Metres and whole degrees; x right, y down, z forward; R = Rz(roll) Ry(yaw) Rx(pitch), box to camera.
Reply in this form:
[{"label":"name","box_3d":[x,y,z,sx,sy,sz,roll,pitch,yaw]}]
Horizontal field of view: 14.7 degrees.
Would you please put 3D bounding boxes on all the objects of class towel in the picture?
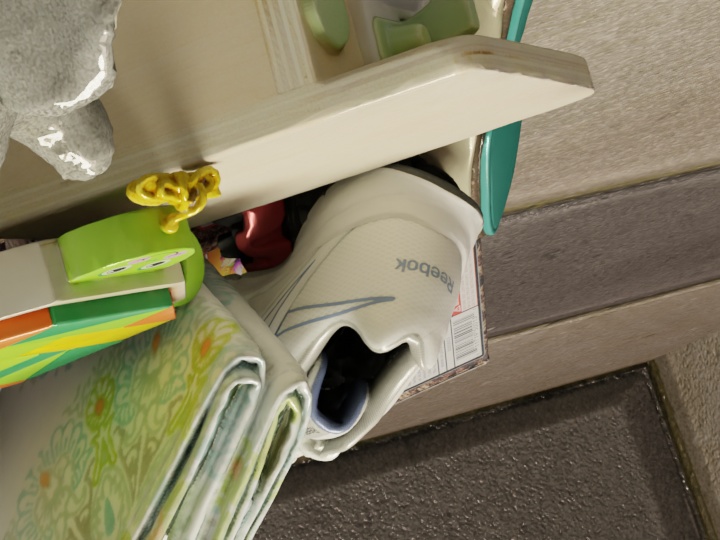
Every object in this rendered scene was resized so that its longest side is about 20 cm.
[{"label":"towel","box_3d":[-0.096,0.075,1.087,0.048,0.172,0.200,23,-170,-29]}]

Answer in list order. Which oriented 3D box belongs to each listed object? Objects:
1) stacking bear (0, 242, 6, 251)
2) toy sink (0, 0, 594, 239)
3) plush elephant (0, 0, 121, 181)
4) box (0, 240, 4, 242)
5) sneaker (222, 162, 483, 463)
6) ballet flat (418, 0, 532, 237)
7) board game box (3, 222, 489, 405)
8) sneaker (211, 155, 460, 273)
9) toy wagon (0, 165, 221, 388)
[{"label":"stacking bear","box_3d":[-0.155,0.062,1.419,0.113,0.201,0.121,-18,172,-7]},{"label":"toy sink","box_3d":[-0.038,-0.090,0.992,0.199,0.112,0.130,-17,173,24]},{"label":"plush elephant","box_3d":[-0.116,-0.079,0.720,0.164,0.155,0.200,-23,171,30]},{"label":"box","box_3d":[-0.190,-0.041,1.229,0.039,0.042,0.200,-19,173,1]},{"label":"sneaker","box_3d":[-0.027,0.038,1.090,0.074,0.087,0.200,24,139,-17]},{"label":"ballet flat","box_3d":[0.039,-0.089,1.159,0.069,0.070,0.200,-16,146,-16]},{"label":"board game box","box_3d":[-0.052,0.000,1.289,0.200,0.097,0.160,-23,139,-15]},{"label":"sneaker","box_3d":[0.000,0.000,1.171,0.098,0.071,0.201,-6,144,7]},{"label":"toy wagon","box_3d":[-0.124,0.012,0.980,0.200,0.040,0.155,-21,173,40]}]
